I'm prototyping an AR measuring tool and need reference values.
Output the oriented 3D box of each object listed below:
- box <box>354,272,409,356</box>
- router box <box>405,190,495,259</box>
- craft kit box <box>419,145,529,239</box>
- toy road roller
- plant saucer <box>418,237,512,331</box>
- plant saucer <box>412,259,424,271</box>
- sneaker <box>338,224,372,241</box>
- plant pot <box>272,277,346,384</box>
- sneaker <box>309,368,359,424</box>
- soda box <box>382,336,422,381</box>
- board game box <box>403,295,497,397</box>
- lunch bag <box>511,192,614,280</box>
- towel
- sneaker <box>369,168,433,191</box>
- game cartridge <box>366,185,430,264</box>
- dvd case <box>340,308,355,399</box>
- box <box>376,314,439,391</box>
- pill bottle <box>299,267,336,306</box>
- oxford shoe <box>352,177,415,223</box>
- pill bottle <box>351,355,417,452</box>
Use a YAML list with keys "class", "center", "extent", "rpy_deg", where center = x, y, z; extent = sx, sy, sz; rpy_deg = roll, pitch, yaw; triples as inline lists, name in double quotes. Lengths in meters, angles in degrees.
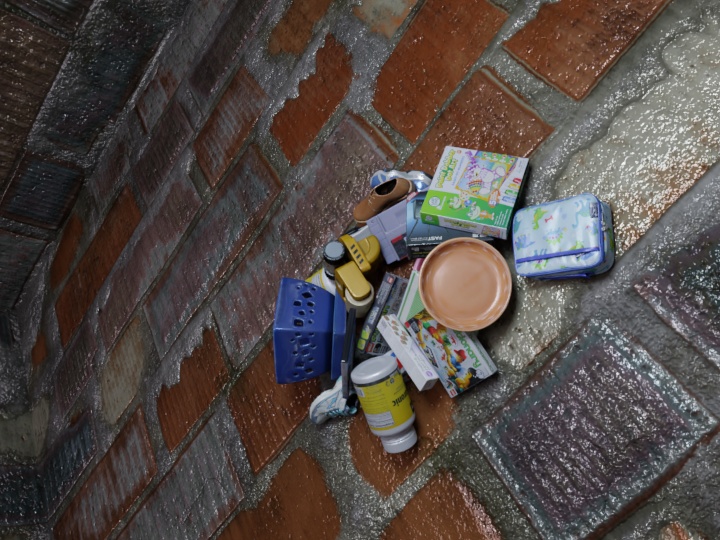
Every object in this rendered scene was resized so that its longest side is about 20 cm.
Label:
- class: "box"
  center: [0.068, 0.112, 1.514]
  extent: [0.035, 0.110, 0.202]
  rpy_deg: [27, 96, 42]
- class: "router box"
  center: [0.202, -0.109, 1.405]
  extent: [0.198, 0.062, 0.151]
  rpy_deg: [-4, 59, 11]
- class: "craft kit box"
  center: [0.256, -0.179, 1.373]
  extent: [0.196, 0.049, 0.201]
  rpy_deg: [11, 62, 23]
- class: "toy road roller"
  center: [0.000, 0.000, 1.529]
  extent: [0.145, 0.123, 0.201]
  rpy_deg: [-26, 67, -13]
- class: "plant saucer"
  center: [0.222, 0.031, 1.319]
  extent: [0.198, 0.037, 0.202]
  rpy_deg: [0, 80, 3]
- class: "plant saucer"
  center: [0.211, 0.020, 1.450]
  extent: [0.199, 0.051, 0.203]
  rpy_deg: [-14, 68, 39]
- class: "sneaker"
  center: [0.025, -0.100, 1.647]
  extent: [0.198, 0.112, 0.074]
  rpy_deg: [-19, 106, 9]
- class: "plant pot"
  center: [-0.124, 0.157, 1.578]
  extent: [0.201, 0.178, 0.201]
  rpy_deg: [-88, 2, -51]
- class: "sneaker"
  center: [-0.057, 0.344, 1.588]
  extent: [0.200, 0.077, 0.087]
  rpy_deg: [-49, 53, 22]
- class: "soda box"
  center: [0.083, 0.239, 1.495]
  extent: [0.200, 0.063, 0.069]
  rpy_deg: [-39, 56, 29]
- class: "board game box"
  center: [0.198, 0.167, 1.368]
  extent: [0.126, 0.034, 0.201]
  rpy_deg: [-41, 77, 35]
- class: "lunch bag"
  center: [0.414, -0.062, 1.264]
  extent: [0.199, 0.082, 0.163]
  rpy_deg: [-8, 75, 43]
- class: "towel"
  center: [0.179, 0.106, 1.403]
  extent: [0.199, 0.023, 0.154]
  rpy_deg: [31, 118, 27]
- class: "sneaker"
  center: [0.097, -0.218, 1.608]
  extent: [0.199, 0.075, 0.078]
  rpy_deg: [8, 79, 45]
- class: "game cartridge"
  center: [0.124, -0.110, 1.527]
  extent: [0.199, 0.038, 0.131]
  rpy_deg: [-27, 88, 27]
- class: "dvd case"
  center: [-0.028, 0.202, 1.478]
  extent: [0.017, 0.201, 0.144]
  rpy_deg: [6, 55, 4]
- class: "box"
  center: [0.106, 0.185, 1.413]
  extent: [0.200, 0.038, 0.042]
  rpy_deg: [54, 134, 36]
- class: "pill bottle"
  center: [-0.088, 0.051, 1.679]
  extent: [0.199, 0.111, 0.112]
  rpy_deg: [-33, 57, 31]
- class: "oxford shoe"
  center: [0.043, -0.185, 1.566]
  extent: [0.199, 0.071, 0.072]
  rpy_deg: [-31, 57, 37]
- class: "pill bottle"
  center: [0.060, 0.308, 1.408]
  extent: [0.111, 0.111, 0.202]
  rpy_deg: [-9, 105, 41]
